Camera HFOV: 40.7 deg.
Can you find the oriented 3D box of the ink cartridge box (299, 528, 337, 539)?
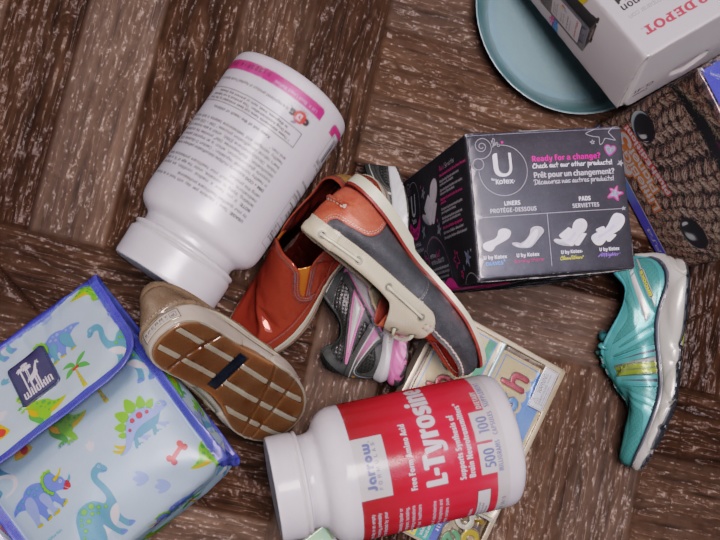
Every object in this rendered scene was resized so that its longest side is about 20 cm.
[{"bbox_3d":[-0.035,0.339,0.832,0.145,0.048,0.200,-34,89,-12],"label":"ink cartridge box"}]

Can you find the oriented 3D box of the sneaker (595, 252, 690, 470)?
[{"bbox_3d":[0.259,0.084,0.905,0.079,0.077,0.201,6,88,21],"label":"sneaker"}]

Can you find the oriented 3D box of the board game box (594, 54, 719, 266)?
[{"bbox_3d":[0.318,-0.099,0.855,0.097,0.200,0.160,-28,90,-12],"label":"board game box"}]

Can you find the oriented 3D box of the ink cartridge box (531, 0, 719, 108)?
[{"bbox_3d":[0.236,-0.268,0.862,0.147,0.086,0.200,-30,71,-13],"label":"ink cartridge box"}]

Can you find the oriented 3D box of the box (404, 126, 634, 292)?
[{"bbox_3d":[0.125,-0.044,0.816,0.132,0.200,0.115,-5,87,-11],"label":"box"}]

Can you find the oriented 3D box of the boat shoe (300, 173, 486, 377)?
[{"bbox_3d":[0.030,0.017,0.775,0.063,0.071,0.200,-43,115,-14],"label":"boat shoe"}]

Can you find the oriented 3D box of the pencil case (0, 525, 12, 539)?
[{"bbox_3d":[-0.345,0.268,0.765,0.200,0.083,0.091,-47,57,-10],"label":"pencil case"}]

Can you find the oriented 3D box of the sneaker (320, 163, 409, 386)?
[{"bbox_3d":[0.000,0.000,0.855,0.086,0.080,0.201,1,79,1],"label":"sneaker"}]

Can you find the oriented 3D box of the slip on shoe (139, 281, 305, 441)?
[{"bbox_3d":[-0.113,0.076,0.796,0.076,0.200,0.061,-43,48,4],"label":"slip on shoe"}]

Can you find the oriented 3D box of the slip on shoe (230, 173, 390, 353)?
[{"bbox_3d":[-0.057,-0.004,0.821,0.200,0.061,0.074,-50,56,16],"label":"slip on shoe"}]

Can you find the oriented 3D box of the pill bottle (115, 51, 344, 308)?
[{"bbox_3d":[-0.111,-0.073,0.821,0.113,0.113,0.200,34,80,-6],"label":"pill bottle"}]

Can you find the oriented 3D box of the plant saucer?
[{"bbox_3d":[0.203,-0.246,0.937,0.199,0.027,0.201,1,84,-10],"label":"plant saucer"}]

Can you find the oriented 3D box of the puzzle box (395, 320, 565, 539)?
[{"bbox_3d":[0.086,0.148,0.881,0.133,0.025,0.201,28,81,-6],"label":"puzzle box"}]

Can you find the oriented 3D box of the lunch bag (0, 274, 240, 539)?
[{"bbox_3d":[-0.224,0.128,0.784,0.170,0.127,0.200,-37,79,-9],"label":"lunch bag"}]

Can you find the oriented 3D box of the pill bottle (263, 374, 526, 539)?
[{"bbox_3d":[0.025,0.158,0.799,0.199,0.112,0.113,-11,87,-10],"label":"pill bottle"}]
